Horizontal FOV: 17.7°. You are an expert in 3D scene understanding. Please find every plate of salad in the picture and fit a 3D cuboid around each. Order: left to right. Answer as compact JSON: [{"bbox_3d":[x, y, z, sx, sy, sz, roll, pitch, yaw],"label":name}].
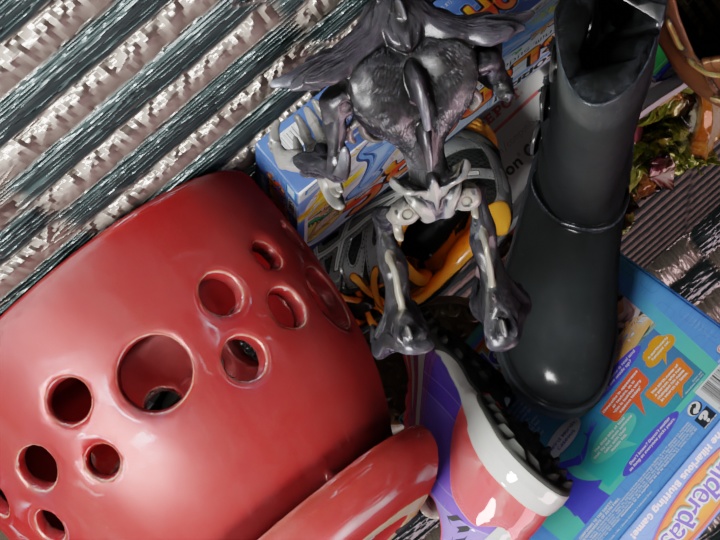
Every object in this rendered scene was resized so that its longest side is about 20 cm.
[{"bbox_3d":[0.151,-0.051,1.344,0.200,0.048,0.200,-37,170,-7],"label":"plate of salad"}]

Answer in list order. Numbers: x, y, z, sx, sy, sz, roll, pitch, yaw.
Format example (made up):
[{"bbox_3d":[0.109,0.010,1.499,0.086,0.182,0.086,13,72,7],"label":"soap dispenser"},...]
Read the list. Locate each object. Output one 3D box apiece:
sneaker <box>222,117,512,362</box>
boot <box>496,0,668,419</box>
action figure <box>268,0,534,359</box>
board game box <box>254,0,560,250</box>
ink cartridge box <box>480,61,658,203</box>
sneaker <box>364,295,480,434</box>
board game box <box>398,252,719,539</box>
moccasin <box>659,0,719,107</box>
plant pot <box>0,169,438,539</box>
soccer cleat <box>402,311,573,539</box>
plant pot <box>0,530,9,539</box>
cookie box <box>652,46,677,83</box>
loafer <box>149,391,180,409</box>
[{"bbox_3d":[0.000,0.000,1.235,0.200,0.077,0.078,-44,128,12],"label":"sneaker"},{"bbox_3d":[0.110,-0.041,1.118,0.065,0.166,0.200,5,153,-3],"label":"boot"},{"bbox_3d":[0.020,-0.059,1.024,0.118,0.102,0.201,-17,121,-11],"label":"action figure"},{"bbox_3d":[0.034,-0.093,1.150,0.200,0.034,0.135,-39,171,-9],"label":"board game box"},{"bbox_3d":[0.098,-0.077,1.384,0.116,0.068,0.200,-44,170,26],"label":"ink cartridge box"},{"bbox_3d":[-0.015,0.084,1.326,0.200,0.067,0.090,-34,175,-17],"label":"sneaker"},{"bbox_3d":[0.123,0.074,1.210,0.152,0.045,0.200,-49,-145,2],"label":"board game box"},{"bbox_3d":[0.197,-0.131,1.208,0.074,0.078,0.201,-45,135,-1],"label":"moccasin"},{"bbox_3d":[-0.074,0.080,1.086,0.200,0.183,0.200,-40,169,-9],"label":"plant pot"},{"bbox_3d":[0.045,0.084,1.174,0.073,0.068,0.200,-49,-156,9],"label":"soccer cleat"},{"bbox_3d":[-0.178,0.183,1.218,0.174,0.200,0.200,-56,-177,-39],"label":"plant pot"},{"bbox_3d":[0.243,-0.208,1.322,0.200,0.075,0.171,-46,168,29],"label":"cookie box"},{"bbox_3d":[-0.070,0.040,1.339,0.200,0.063,0.072,-38,-162,8],"label":"loafer"}]
